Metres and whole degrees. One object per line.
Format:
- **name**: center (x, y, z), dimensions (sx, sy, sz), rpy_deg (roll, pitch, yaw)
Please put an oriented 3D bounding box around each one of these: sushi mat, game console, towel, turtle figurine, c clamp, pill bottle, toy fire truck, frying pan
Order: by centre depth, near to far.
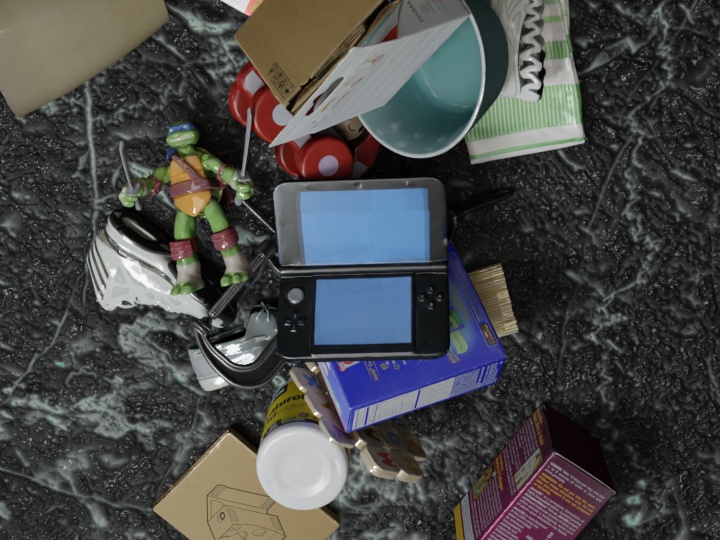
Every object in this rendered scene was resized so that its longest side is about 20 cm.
- **game console**: center (0.000, 0.000, 1.374), dimensions (0.197, 0.173, 0.119), rpy_deg (-2, 149, 5)
- **turtle figurine**: center (-0.196, -0.072, 1.408), dimensions (0.142, 0.200, 0.197), rpy_deg (-16, 98, -22)
- **toy fire truck**: center (-0.044, -0.195, 1.422), dimensions (0.168, 0.112, 0.200), rpy_deg (-46, 116, -3)
- **towel**: center (0.180, -0.233, 1.441), dimensions (0.150, 0.023, 0.203), rpy_deg (-10, 109, 7)
- **frying pan**: center (0.083, -0.068, 1.491), dimensions (0.115, 0.189, 0.031), rpy_deg (36, 146, 31)
- **c clamp**: center (-0.134, 0.036, 1.497), dimensions (0.170, 0.027, 0.201), rpy_deg (36, 69, -6)
- **pill bottle**: center (-0.063, 0.197, 1.515), dimensions (0.110, 0.200, 0.113), rpy_deg (1, 110, 2)
- **sushi mat**: center (0.095, 0.061, 1.557), dimensions (0.197, 0.012, 0.097), rpy_deg (-16, 109, 8)

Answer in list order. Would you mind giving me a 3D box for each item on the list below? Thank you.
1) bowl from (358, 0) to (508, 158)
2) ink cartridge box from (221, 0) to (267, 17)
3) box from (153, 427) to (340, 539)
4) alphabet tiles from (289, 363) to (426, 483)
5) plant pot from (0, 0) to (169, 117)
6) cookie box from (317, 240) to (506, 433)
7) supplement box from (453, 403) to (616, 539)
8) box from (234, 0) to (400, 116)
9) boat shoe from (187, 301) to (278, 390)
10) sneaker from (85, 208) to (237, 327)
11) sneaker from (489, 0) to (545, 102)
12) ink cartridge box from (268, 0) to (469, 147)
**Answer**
- **bowl**: center (0.084, -0.233, 1.358), dimensions (0.199, 0.104, 0.204), rpy_deg (15, 113, 37)
- **ink cartridge box**: center (-0.113, -0.347, 1.400), dimensions (0.198, 0.050, 0.110), rpy_deg (29, 109, -7)
- **box**: center (-0.153, 0.327, 1.653), dimensions (0.200, 0.021, 0.164), rpy_deg (41, 108, -12)
- **alphabet tiles**: center (0.001, 0.173, 1.497), dimensions (0.015, 0.201, 0.195), rpy_deg (-47, 143, 17)
- **plant pot**: center (-0.321, -0.293, 1.378), dimensions (0.198, 0.187, 0.190), rpy_deg (-19, 109, -5)
- **cookie box**: center (0.046, 0.076, 1.450), dimensions (0.197, 0.173, 0.076), rpy_deg (-16, 150, -14)
- **supplement box**: center (0.218, 0.295, 1.574), dimensions (0.103, 0.131, 0.201), rpy_deg (33, 109, -10)
- **box**: center (-0.051, -0.268, 1.307), dimensions (0.164, 0.200, 0.021), rpy_deg (-46, 126, 9)
- **boat shoe**: center (-0.127, 0.081, 1.545), dimensions (0.199, 0.070, 0.072), rpy_deg (-26, 104, 10)
- **sneaker**: center (-0.255, 0.023, 1.541), dimensions (0.200, 0.076, 0.116), rpy_deg (39, 119, -7)
- **sneaker**: center (0.168, -0.289, 1.378), dimensions (0.080, 0.075, 0.203), rpy_deg (3, 109, 13)
- **ink cartridge box**: center (-0.001, -0.207, 1.234), dimensions (0.050, 0.199, 0.162), rpy_deg (55, 132, 9)
